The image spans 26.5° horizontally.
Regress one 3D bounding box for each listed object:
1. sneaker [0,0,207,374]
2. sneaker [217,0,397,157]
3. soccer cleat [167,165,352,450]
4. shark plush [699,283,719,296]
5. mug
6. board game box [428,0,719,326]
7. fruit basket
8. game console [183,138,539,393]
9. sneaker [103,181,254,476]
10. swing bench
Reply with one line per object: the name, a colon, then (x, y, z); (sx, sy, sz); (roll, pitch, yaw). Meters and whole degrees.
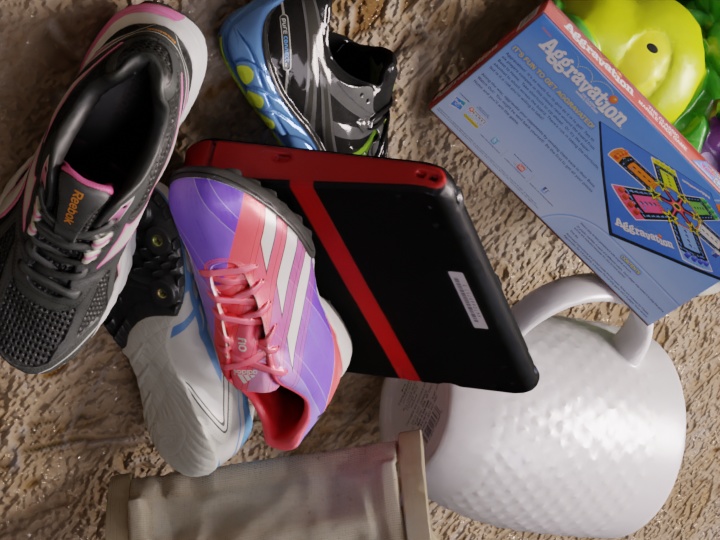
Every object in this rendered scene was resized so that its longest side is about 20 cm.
sneaker: (-0.143, -0.037, 0.764); (0.079, 0.086, 0.202); (20, 105, -7)
sneaker: (-0.004, -0.082, 0.860); (0.082, 0.071, 0.200); (-35, 134, 0)
soccer cleat: (-0.057, 0.022, 0.833); (0.201, 0.067, 0.074); (65, 39, -51)
shark plush: (0.334, -0.033, 1.164); (0.198, 0.091, 0.085); (-12, 99, -24)
mug: (0.118, 0.082, 1.021); (0.173, 0.149, 0.201); (10, 127, -30)
board game box: (0.145, -0.060, 0.916); (0.200, 0.020, 0.103); (43, 130, -13)
fruit basket: (0.201, -0.111, 0.953); (0.215, 0.155, 0.217); (-38, 151, -25)
game console: (0.000, 0.000, 0.865); (0.201, 0.175, 0.031); (60, 43, -48)
sneaker: (-0.105, 0.028, 0.885); (0.073, 0.071, 0.202); (-53, 144, -44)
swing bench: (-0.040, 0.215, 0.962); (0.196, 0.131, 0.201); (-9, 141, 7)
